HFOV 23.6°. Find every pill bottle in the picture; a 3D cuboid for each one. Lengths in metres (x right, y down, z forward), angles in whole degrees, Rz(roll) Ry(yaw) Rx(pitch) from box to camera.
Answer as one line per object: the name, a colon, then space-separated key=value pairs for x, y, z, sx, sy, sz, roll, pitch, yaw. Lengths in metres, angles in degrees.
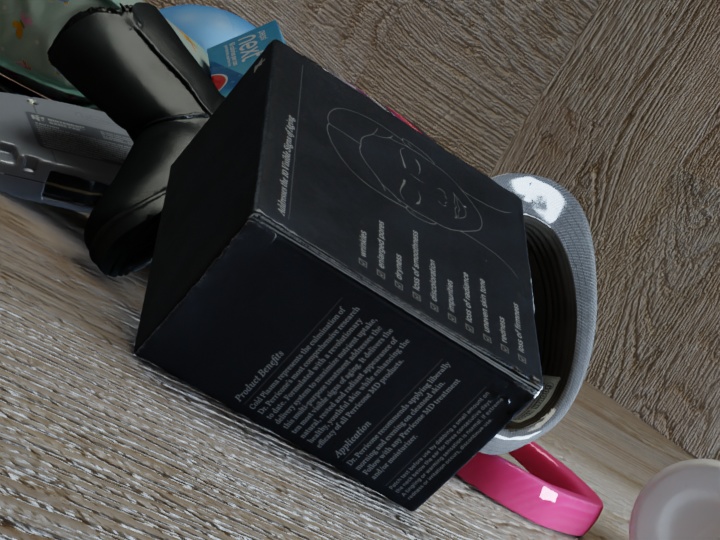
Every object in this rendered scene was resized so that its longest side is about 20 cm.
pill bottle: x=0.289 y=0.212 z=1.383 sx=0.114 sy=0.114 sz=0.200 roll=34 pitch=4 yaw=21

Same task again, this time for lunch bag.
lunch bag: x=-0.218 y=-0.181 z=1.447 sx=0.200 sy=0.122 sz=0.170 roll=28 pitch=1 yaw=12

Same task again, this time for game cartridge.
game cartridge: x=-0.184 y=-0.078 z=1.270 sx=0.199 sy=0.041 sz=0.133 roll=13 pitch=26 yaw=-26

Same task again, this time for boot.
boot: x=-0.161 y=-0.096 z=1.182 sx=0.168 sy=0.076 sz=0.200 roll=45 pitch=41 yaw=9

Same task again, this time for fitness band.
fitness band: x=0.113 y=0.148 z=1.326 sx=0.144 sy=0.037 sz=0.200 roll=35 pitch=5 yaw=30

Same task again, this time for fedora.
fedora: x=0.087 y=0.030 z=1.253 sx=0.177 sy=0.201 sz=0.090 roll=-3 pitch=2 yaw=-40

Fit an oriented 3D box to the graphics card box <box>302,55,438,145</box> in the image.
graphics card box: x=0.026 y=-0.082 z=1.300 sx=0.125 sy=0.051 sz=0.200 roll=46 pitch=12 yaw=29

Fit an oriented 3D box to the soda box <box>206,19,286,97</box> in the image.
soda box: x=-0.079 y=-0.135 z=1.399 sx=0.200 sy=0.068 sz=0.064 roll=-107 pitch=175 yaw=-64

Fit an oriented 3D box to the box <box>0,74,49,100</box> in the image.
box: x=-0.256 y=-0.107 z=1.447 sx=0.159 sy=0.046 sz=0.200 roll=35 pitch=4 yaw=32

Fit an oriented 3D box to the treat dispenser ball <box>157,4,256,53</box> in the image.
treat dispenser ball: x=-0.161 y=-0.151 z=1.632 sx=0.201 sy=0.201 sz=0.201 roll=33 pitch=4 yaw=-2

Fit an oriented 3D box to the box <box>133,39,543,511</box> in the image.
box: x=-0.010 y=0.000 z=1.013 sx=0.196 sy=0.124 sz=0.200 roll=33 pitch=29 yaw=-20
